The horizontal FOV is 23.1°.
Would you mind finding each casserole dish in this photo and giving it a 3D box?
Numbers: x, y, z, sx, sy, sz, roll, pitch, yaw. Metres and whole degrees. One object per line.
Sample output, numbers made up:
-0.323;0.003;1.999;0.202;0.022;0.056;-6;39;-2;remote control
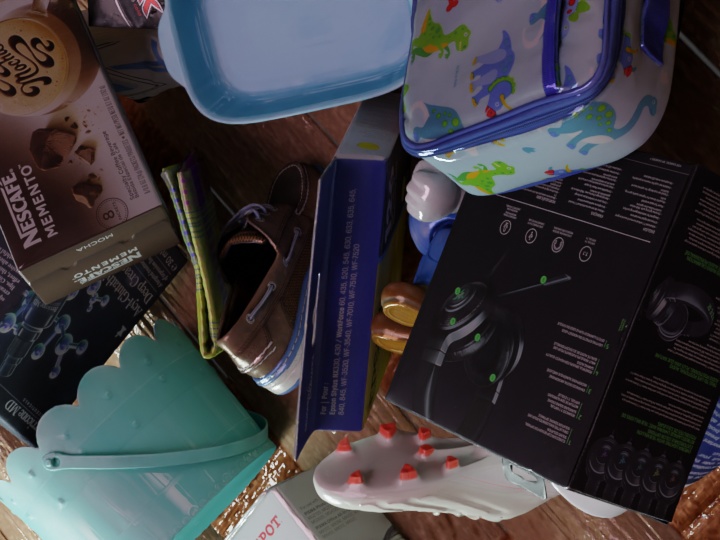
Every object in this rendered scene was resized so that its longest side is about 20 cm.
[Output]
-0.041;-0.168;1.175;0.199;0.039;0.122;-9;101;23;casserole dish

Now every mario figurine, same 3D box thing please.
0.047;-0.049;1.145;0.106;0.201;0.123;38;150;-31;mario figurine

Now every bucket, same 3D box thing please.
-0.172;0.152;1.387;0.135;0.207;0.207;44;129;6;bucket

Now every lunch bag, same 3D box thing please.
0.105;-0.153;1.001;0.160;0.082;0.201;-13;58;41;lunch bag

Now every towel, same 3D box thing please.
-0.118;-0.015;1.312;0.023;0.200;0.145;-12;98;0;towel

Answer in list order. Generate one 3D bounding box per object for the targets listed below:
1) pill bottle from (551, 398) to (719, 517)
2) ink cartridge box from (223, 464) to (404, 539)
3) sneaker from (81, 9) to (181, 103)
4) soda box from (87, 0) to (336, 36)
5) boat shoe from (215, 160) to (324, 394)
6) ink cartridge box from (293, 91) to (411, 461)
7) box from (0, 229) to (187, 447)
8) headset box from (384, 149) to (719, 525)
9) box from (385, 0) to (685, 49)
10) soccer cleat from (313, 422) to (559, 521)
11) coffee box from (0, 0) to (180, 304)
0.201;0.064;1.086;0.200;0.115;0.116;-43;77;35;pill bottle
-0.015;0.267;1.369;0.200;0.083;0.145;50;130;16;ink cartridge box
-0.150;-0.163;1.351;0.199;0.072;0.073;6;136;34;sneaker
-0.096;-0.205;1.253;0.199;0.071;0.064;5;107;25;soda box
-0.060;-0.011;1.246;0.072;0.201;0.072;33;129;-27;boat shoe
0.000;0.000;1.192;0.047;0.200;0.199;8;113;5;ink cartridge box
-0.254;0.010;1.371;0.107;0.200;0.149;32;167;28;box
0.124;0.030;1.014;0.174;0.092;0.201;20;88;53;headset box
0.112;-0.202;1.121;0.199;0.049;0.162;21;119;32;box
0.067;0.143;1.199;0.069;0.198;0.078;-114;18;-55;soccer cleat
-0.222;-0.094;1.273;0.080;0.112;0.201;77;169;-71;coffee box
